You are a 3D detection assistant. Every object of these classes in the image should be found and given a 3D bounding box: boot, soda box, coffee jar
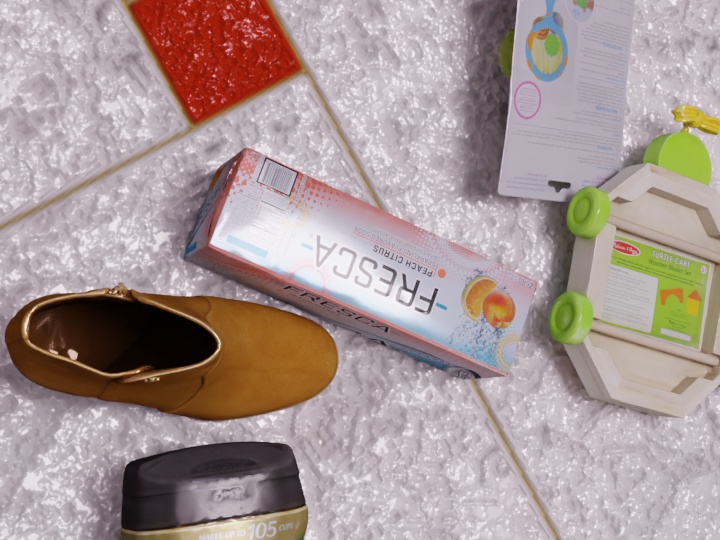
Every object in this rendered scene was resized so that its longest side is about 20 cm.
[{"bbox_3d":[-0.087,0.045,0.701,0.200,0.144,0.071,4,83,-20],"label":"boot"},{"bbox_3d":[0.000,0.000,0.778,0.199,0.068,0.064,25,77,-15],"label":"soda box"},{"bbox_3d":[-0.074,0.196,0.720,0.104,0.085,0.201,-6,85,-21],"label":"coffee jar"}]

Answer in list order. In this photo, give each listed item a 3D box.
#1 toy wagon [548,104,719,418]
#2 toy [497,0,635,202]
[{"bbox_3d":[0.199,-0.008,0.860,0.155,0.040,0.201,16,78,-28],"label":"toy wagon"},{"bbox_3d":[0.126,-0.147,0.845,0.115,0.047,0.201,3,97,-40],"label":"toy"}]
